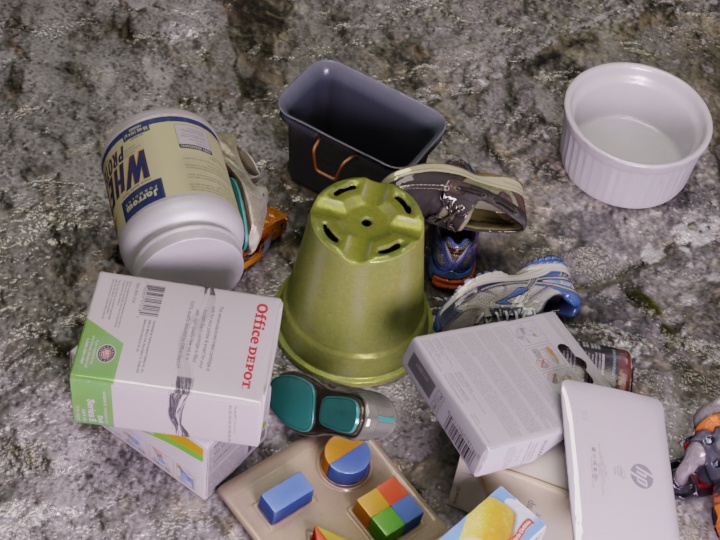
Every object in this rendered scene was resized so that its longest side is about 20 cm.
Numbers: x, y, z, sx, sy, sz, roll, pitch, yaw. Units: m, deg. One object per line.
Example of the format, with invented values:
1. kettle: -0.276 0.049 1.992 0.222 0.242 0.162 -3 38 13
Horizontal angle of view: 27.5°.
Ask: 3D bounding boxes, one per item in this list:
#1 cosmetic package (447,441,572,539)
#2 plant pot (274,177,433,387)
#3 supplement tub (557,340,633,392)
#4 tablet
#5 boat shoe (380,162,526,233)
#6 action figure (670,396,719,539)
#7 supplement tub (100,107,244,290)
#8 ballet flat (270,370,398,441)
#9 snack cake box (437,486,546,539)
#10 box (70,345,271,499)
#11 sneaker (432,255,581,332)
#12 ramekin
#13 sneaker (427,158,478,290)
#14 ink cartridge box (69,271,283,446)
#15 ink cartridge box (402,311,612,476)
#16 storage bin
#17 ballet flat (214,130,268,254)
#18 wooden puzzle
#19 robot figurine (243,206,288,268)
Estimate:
1. cosmetic package: 0.203 0.237 1.588 0.199 0.104 0.073 20 49 11
2. plant pot: 0.000 0.000 1.712 0.199 0.185 0.201 4 48 -5
3. supplement tub: 0.205 0.126 1.683 0.198 0.107 0.107 10 49 2
4. tablet: 0.271 0.213 1.528 0.129 0.014 0.201 13 56 -20
5. boat shoe: 0.117 -0.080 1.765 0.200 0.072 0.066 4 51 -29
6. action figure: 0.438 0.225 1.633 0.199 0.105 0.194 -18 63 -19
7. supplement tub: -0.214 -0.071 1.691 0.144 0.145 0.201 -8 52 -14
8. ballet flat: -0.029 0.154 1.621 0.063 0.068 0.199 8 0 -34
9. snack cake box: 0.093 0.325 1.490 0.067 0.115 0.200 39 55 25
10. box: -0.211 0.138 1.619 0.199 0.102 0.112 32 52 19
11. sneaker: 0.182 0.046 1.771 0.199 0.077 0.085 -19 58 -22
12. ramekin: 0.362 -0.177 1.970 0.199 0.098 0.201 3 49 -4
13. sneaker: 0.126 -0.071 1.860 0.075 0.079 0.201 5 49 -4
14. ink cartridge box: -0.189 0.092 1.537 0.198 0.084 0.146 9 49 0
15. ink cartridge box: 0.167 0.129 1.591 0.199 0.057 0.163 -6 47 -35
16. storage bin: -0.008 -0.148 1.871 0.199 0.135 0.146 27 51 16
17. ballet flat: -0.143 -0.102 1.786 0.062 0.068 0.201 -6 50 -27
18. wooden puzzle: -0.027 0.254 1.580 0.185 0.046 0.200 -28 58 -28
19. robot figurine: -0.192 -0.036 1.801 0.200 0.058 0.145 -34 61 -31
